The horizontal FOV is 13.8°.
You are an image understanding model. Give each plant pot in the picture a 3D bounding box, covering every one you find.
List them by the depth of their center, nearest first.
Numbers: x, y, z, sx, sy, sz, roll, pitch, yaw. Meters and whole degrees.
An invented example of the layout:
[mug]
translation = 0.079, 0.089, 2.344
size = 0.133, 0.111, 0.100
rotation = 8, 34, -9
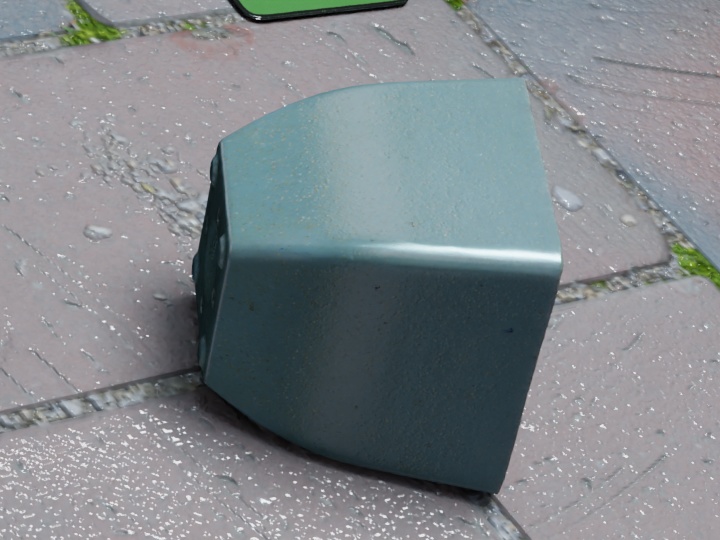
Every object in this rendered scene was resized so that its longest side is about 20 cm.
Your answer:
[plant pot]
translation = 0.000, 0.000, 1.873
size = 0.200, 0.197, 0.196
rotation = 5, 39, -10

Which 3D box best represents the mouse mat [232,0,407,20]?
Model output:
[mouse mat]
translation = -0.072, -0.260, 2.309
size = 0.161, 0.008, 0.200
rotation = -10, 46, -37
